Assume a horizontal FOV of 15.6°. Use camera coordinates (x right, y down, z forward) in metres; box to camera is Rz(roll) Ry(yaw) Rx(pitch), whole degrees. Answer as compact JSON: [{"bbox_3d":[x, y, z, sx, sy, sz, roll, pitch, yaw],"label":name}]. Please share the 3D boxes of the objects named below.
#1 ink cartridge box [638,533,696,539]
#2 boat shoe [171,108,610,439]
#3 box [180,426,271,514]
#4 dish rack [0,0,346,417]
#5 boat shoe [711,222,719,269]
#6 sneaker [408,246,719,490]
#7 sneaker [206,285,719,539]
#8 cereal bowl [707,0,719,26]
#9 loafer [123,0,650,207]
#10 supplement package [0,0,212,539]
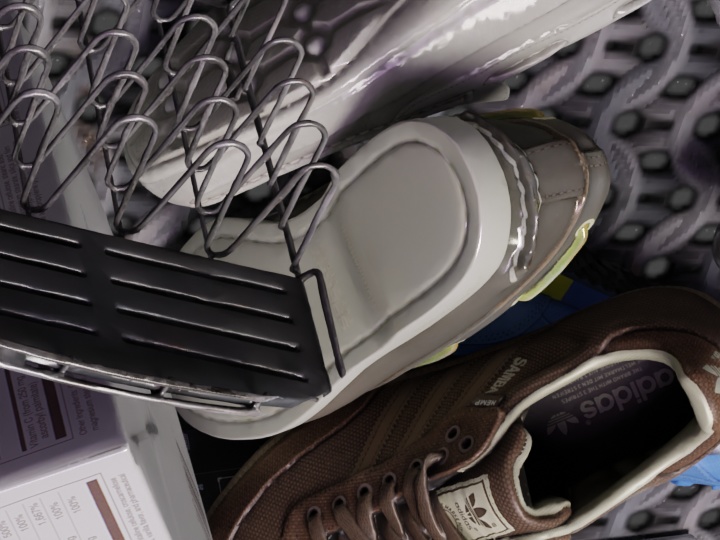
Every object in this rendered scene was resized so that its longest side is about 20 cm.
[{"bbox_3d":[0.080,0.194,1.070,0.099,0.039,0.201,-6,131,-15],"label":"ink cartridge box"},{"bbox_3d":[0.001,0.003,0.823,0.060,0.072,0.201,-12,169,-35],"label":"boat shoe"},{"bbox_3d":[-0.024,0.130,0.898,0.199,0.159,0.050,-7,165,-14],"label":"box"},{"bbox_3d":[-0.074,-0.052,0.701,0.153,0.201,0.055,12,132,-28],"label":"dish rack"},{"bbox_3d":[0.205,-0.023,0.911,0.199,0.071,0.072,-8,121,-40],"label":"boat shoe"},{"bbox_3d":[0.090,0.045,0.899,0.199,0.066,0.079,25,103,-14],"label":"sneaker"},{"bbox_3d":[0.028,0.063,0.823,0.199,0.076,0.071,-30,96,10],"label":"sneaker"},{"bbox_3d":[0.149,-0.147,0.735,0.200,0.083,0.200,-52,161,-26],"label":"cereal bowl"},{"bbox_3d":[0.021,-0.072,0.801,0.199,0.070,0.070,-28,135,11],"label":"loafer"},{"bbox_3d":[-0.114,0.050,0.767,0.110,0.200,0.156,-19,133,-1],"label":"supplement package"}]
